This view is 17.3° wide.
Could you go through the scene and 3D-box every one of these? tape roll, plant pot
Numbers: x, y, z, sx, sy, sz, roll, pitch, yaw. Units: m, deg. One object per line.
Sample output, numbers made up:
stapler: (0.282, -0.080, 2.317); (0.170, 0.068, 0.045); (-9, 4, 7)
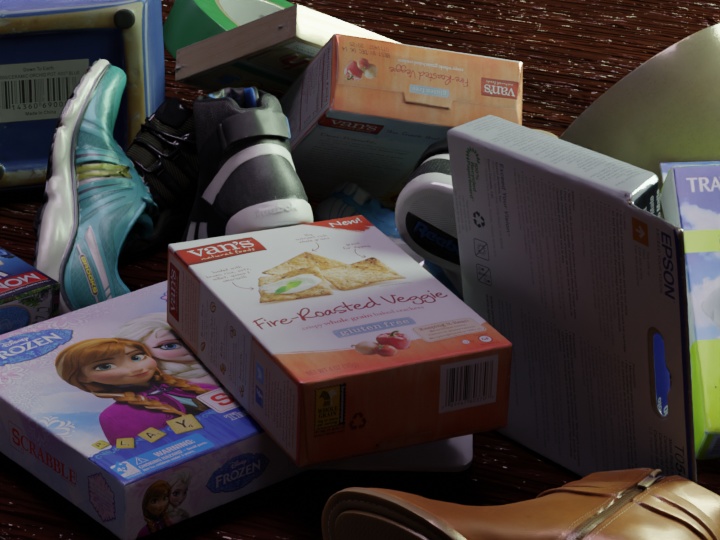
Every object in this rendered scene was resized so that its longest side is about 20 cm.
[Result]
tape roll: (-0.058, -0.162, 1.860); (0.199, 0.048, 0.201); (26, 17, -9)
plant pot: (-0.245, -0.169, 1.813); (0.198, 0.201, 0.180); (-5, 30, -12)
plant pot: (0.231, -0.051, 1.579); (0.199, 0.201, 0.135); (-20, 67, -37)

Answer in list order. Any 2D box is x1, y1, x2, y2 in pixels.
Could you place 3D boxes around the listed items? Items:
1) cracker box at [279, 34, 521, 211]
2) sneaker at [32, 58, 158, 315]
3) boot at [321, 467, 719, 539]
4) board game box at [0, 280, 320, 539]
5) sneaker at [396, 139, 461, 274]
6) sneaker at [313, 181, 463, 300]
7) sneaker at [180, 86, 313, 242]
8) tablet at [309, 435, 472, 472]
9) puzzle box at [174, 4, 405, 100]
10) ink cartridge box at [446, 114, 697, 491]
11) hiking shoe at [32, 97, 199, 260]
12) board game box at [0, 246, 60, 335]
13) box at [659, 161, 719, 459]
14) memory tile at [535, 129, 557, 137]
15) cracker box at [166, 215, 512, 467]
cracker box: (0.016, -0.097, 1.635); (0.133, 0.058, 0.200); (7, -15, -16)
sneaker: (-0.177, -0.049, 1.615); (0.079, 0.078, 0.202); (7, 64, -7)
boot: (0.093, 0.142, 1.260); (0.199, 0.074, 0.155); (22, 32, 18)
board game box: (-0.115, 0.074, 1.413); (0.199, 0.041, 0.199); (-19, 31, -37)
sneaker: (0.122, -0.018, 1.486); (0.199, 0.073, 0.112); (36, 35, -6)
sneaker: (0.000, 0.000, 1.584); (0.087, 0.075, 0.200); (-42, 22, -9)
sneaker: (-0.080, -0.059, 1.555); (0.072, 0.113, 0.200); (-8, -11, -19)
tablet: (-0.030, 0.087, 1.451); (0.198, 0.014, 0.130); (0, 24, 3)
puzzle box: (-0.017, -0.134, 1.689); (0.199, 0.026, 0.132); (16, -21, -40)
ink cartridge box: (0.132, 0.029, 1.346); (0.040, 0.201, 0.199); (-23, 31, -29)
hiking shoe: (-0.151, -0.074, 1.705); (0.199, 0.102, 0.075); (-19, 29, -36)
board game box: (-0.297, 0.044, 1.495); (0.199, 0.062, 0.199); (-18, 30, -34)
box: (0.251, 0.012, 1.434); (0.121, 0.048, 0.202); (-2, 64, -4)
memory tile: (0.120, -0.074, 1.803); (0.199, 0.017, 0.153); (16, 29, 34)
cracker box: (-0.017, 0.036, 1.380); (0.133, 0.058, 0.200); (-10, 26, -25)
